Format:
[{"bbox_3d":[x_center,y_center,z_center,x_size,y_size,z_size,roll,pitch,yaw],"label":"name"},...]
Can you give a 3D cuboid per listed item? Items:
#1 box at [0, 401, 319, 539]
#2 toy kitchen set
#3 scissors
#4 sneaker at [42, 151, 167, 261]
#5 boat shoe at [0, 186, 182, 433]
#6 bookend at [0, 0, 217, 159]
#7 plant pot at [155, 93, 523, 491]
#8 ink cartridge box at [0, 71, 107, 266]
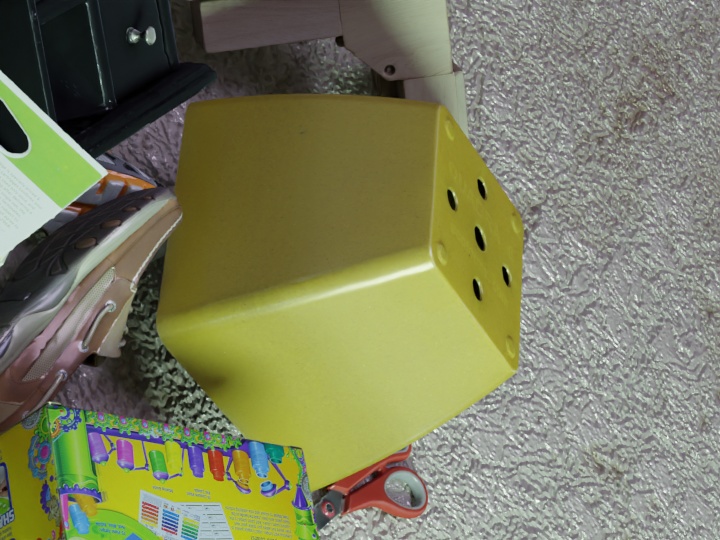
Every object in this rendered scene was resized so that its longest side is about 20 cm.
[{"bbox_3d":[-0.128,0.200,1.647,0.200,0.122,0.193,14,54,-42],"label":"box"},{"bbox_3d":[-0.026,-0.126,2.045,0.163,0.180,0.200,-122,-156,-72],"label":"toy kitchen set"},{"bbox_3d":[-0.022,0.151,1.886,0.200,0.014,0.073,-17,79,-50],"label":"scissors"},{"bbox_3d":[-0.192,-0.063,1.805,0.200,0.078,0.077,27,31,-39],"label":"sneaker"},{"bbox_3d":[-0.179,0.026,1.734,0.200,0.076,0.072,-45,115,-25],"label":"boat shoe"},{"bbox_3d":[-0.186,-0.178,1.698,0.200,0.092,0.199,-39,125,-57],"label":"bookend"},{"bbox_3d":[0.000,0.000,1.831,0.200,0.176,0.200,52,33,-43],"label":"plant pot"},{"bbox_3d":[-0.241,-0.073,1.590,0.148,0.200,0.076,44,38,-15],"label":"ink cartridge box"}]
